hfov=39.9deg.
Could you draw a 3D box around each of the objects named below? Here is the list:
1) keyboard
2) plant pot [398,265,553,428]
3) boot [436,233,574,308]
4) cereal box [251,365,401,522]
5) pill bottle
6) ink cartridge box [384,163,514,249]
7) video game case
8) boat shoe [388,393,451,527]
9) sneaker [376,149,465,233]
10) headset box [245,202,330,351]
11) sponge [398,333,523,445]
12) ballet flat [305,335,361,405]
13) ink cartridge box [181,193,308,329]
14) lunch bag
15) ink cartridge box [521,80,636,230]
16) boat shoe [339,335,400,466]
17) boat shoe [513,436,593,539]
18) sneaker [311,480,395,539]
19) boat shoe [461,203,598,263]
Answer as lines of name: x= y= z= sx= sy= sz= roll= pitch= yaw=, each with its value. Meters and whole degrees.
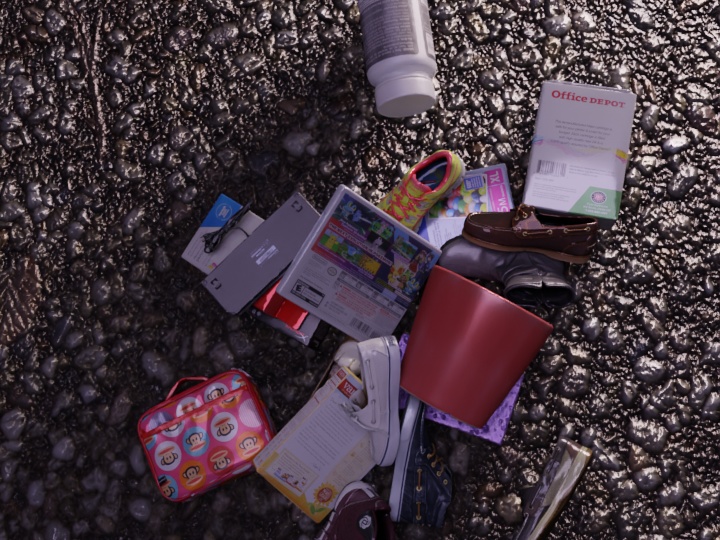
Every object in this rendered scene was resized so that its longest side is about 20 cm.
keyboard: x=-0.153 y=-0.039 z=1.455 sx=0.200 sy=0.021 sz=0.127 roll=-43 pitch=81 yaw=-4
plant pot: x=0.152 y=0.115 z=1.423 sx=0.199 sy=0.200 sz=0.179 roll=27 pitch=90 yaw=12
boot: x=0.212 y=0.003 z=1.473 sx=0.197 sy=0.132 sz=0.070 roll=-2 pitch=120 yaw=5
cereal box: x=-0.044 y=0.261 z=1.484 sx=0.200 sy=0.040 sz=0.144 roll=-45 pitch=114 yaw=-3
pill bottle: x=0.060 y=-0.355 z=1.579 sx=0.112 sy=0.114 sz=0.203 roll=-8 pitch=79 yaw=7
ink cartridge box: x=0.143 y=-0.087 z=1.558 sx=0.198 sy=0.042 sz=0.121 roll=-12 pitch=78 yaw=7
video game case: x=0.000 y=0.000 z=1.471 sx=0.199 sy=0.023 sz=0.183 roll=32 pitch=92 yaw=-27
boat shoe: x=0.096 y=0.281 z=1.466 sx=0.090 sy=0.071 sz=0.203 roll=8 pitch=106 yaw=3
sneaker: x=0.075 y=-0.112 z=1.506 sx=0.078 sy=0.090 sz=0.200 roll=41 pitch=89 yaw=12
headset box: x=-0.090 y=0.001 z=1.555 sx=0.148 sy=0.075 sz=0.201 roll=27 pitch=85 yaw=13
sponge: x=0.138 y=0.180 z=1.514 sx=0.198 sy=0.030 sz=0.113 roll=18 pitch=82 yaw=12
ballet flat: x=-0.034 y=0.168 z=1.519 sx=0.067 sy=0.072 sz=0.201 roll=33 pitch=86 yaw=16
ink cartridge box: x=-0.153 y=-0.012 z=1.495 sx=0.199 sy=0.067 sz=0.117 roll=31 pitch=86 yaw=14
lunch bag: x=-0.237 y=0.245 z=1.534 sx=0.198 sy=0.082 sz=0.178 roll=-26 pitch=73 yaw=1
ink cartridge box: x=0.333 y=-0.176 z=1.521 sx=0.144 sy=0.088 sz=0.202 roll=9 pitch=83 yaw=9
boat shoe: x=0.009 y=0.192 z=1.416 sx=0.085 sy=0.075 sz=0.204 roll=-5 pitch=116 yaw=-14
boat shoe: x=0.265 y=0.336 z=1.453 sx=0.065 sy=0.073 sz=0.201 roll=32 pitch=82 yaw=23
sneaker: x=-0.016 y=0.415 z=1.443 sx=0.115 sy=0.075 sz=0.202 roll=19 pitch=83 yaw=54
boat shoe: x=0.252 y=-0.066 z=1.474 sx=0.197 sy=0.071 sz=0.071 roll=8 pitch=126 yaw=2
